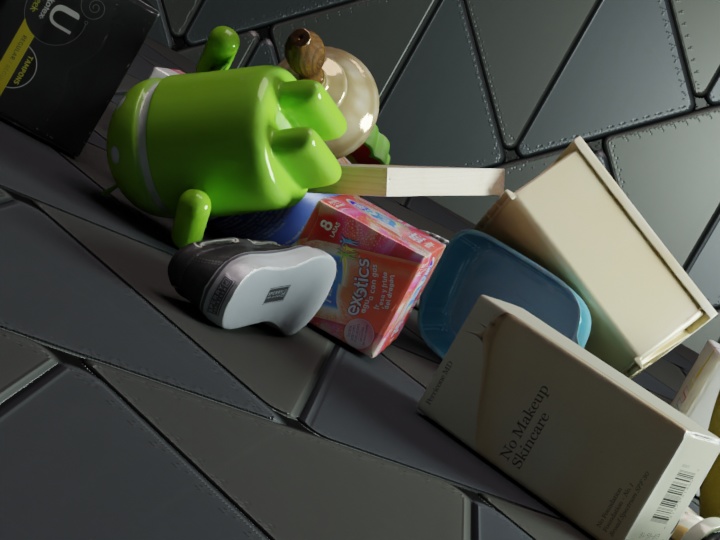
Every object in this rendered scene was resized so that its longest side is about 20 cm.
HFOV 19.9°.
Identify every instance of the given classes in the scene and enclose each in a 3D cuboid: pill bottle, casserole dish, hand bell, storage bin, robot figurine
[{"bbox_3d":[-0.105,-0.087,1.841,0.200,0.112,0.112,25,8,-42],"label":"pill bottle"},{"bbox_3d":[0.131,0.044,1.822,0.039,0.122,0.200,11,18,-45],"label":"casserole dish"},{"bbox_3d":[-0.039,-0.163,1.703,0.104,0.104,0.200,31,-7,7],"label":"hand bell"},{"bbox_3d":[0.196,0.015,1.889,0.200,0.094,0.199,53,-23,7],"label":"storage bin"},{"bbox_3d":[-0.115,-0.102,1.646,0.199,0.176,0.116,-3,-25,22],"label":"robot figurine"}]

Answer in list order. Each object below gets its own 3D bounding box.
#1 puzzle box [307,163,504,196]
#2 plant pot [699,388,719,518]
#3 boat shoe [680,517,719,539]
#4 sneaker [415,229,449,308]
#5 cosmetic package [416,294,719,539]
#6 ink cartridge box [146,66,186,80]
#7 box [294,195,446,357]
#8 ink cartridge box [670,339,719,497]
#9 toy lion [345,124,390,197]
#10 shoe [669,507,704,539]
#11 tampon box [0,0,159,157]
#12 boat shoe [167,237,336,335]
[{"bbox_3d":[0.022,-0.079,1.783,0.133,0.026,0.200,4,4,34],"label":"puzzle box"},{"bbox_3d":[0.360,0.183,1.697,0.199,0.142,0.200,29,6,-3],"label":"plant pot"},{"bbox_3d":[0.298,0.218,1.456,0.066,0.075,0.199,38,10,39],"label":"boat shoe"},{"bbox_3d":[0.108,0.035,2.122,0.200,0.075,0.082,39,-5,23],"label":"sneaker"},{"bbox_3d":[0.150,0.112,1.488,0.200,0.104,0.073,33,8,33],"label":"cosmetic package"},{"bbox_3d":[-0.138,-0.129,2.151,0.200,0.085,0.146,32,7,2],"label":"ink cartridge box"},{"bbox_3d":[0.000,0.000,1.712,0.102,0.095,0.200,28,6,5],"label":"box"},{"bbox_3d":[0.367,0.158,1.993,0.128,0.126,0.200,30,6,4],"label":"ink cartridge box"},{"bbox_3d":[-0.079,-0.119,1.961,0.199,0.069,0.191,26,-31,-24],"label":"toy lion"},{"bbox_3d":[0.198,0.151,1.614,0.200,0.054,0.070,34,8,34],"label":"shoe"},{"bbox_3d":[-0.281,-0.212,1.849,0.126,0.150,0.200,28,6,-19],"label":"tampon box"},{"bbox_3d":[-0.075,0.004,1.482,0.056,0.069,0.200,31,9,18],"label":"boat shoe"}]
